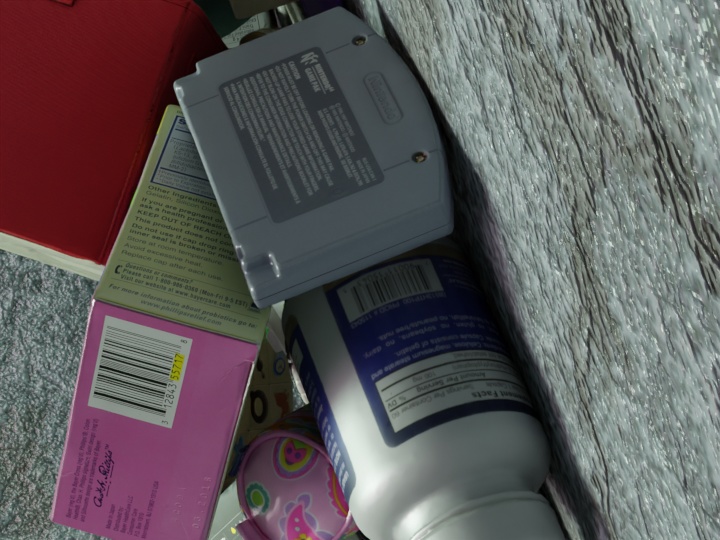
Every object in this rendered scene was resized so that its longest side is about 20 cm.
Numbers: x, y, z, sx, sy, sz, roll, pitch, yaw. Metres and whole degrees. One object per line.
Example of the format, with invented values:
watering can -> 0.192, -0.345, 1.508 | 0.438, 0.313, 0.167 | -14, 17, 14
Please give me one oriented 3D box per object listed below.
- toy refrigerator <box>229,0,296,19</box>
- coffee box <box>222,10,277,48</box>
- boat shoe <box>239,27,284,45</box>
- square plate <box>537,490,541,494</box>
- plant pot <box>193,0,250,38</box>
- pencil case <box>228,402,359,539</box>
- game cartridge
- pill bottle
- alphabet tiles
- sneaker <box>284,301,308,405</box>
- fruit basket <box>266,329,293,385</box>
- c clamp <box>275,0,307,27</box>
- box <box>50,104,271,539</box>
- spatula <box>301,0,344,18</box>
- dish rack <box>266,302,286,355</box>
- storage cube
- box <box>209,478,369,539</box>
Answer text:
toy refrigerator -> -0.056, -0.229, 1.154 | 0.200, 0.075, 0.070 | 93, 157, -77
coffee box -> -0.165, -0.168, 1.610 | 0.200, 0.199, 0.199 | 75, -177, -63
boat shoe -> -0.043, -0.138, 1.351 | 0.074, 0.069, 0.200 | 61, 171, 5
square plate -> 0.095, 0.155, 1.219 | 0.198, 0.028, 0.201 | 82, 167, -61
plant pot -> -0.146, -0.260, 1.379 | 0.161, 0.200, 0.201 | 60, -177, -43
pencil case -> -0.011, 0.121, 1.192 | 0.200, 0.087, 0.088 | -25, -83, -67
game cartridge -> -0.024, -0.070, 1.068 | 0.201, 0.133, 0.041 | -113, -1, -46
pill bottle -> 0.039, 0.089, 1.066 | 0.120, 0.119, 0.201 | 80, 169, -59
alphabet tiles -> -0.094, 0.119, 1.392 | 0.166, 0.006, 0.202 | 1, -96, -61
sneaker -> -0.010, 0.006, 1.237 | 0.078, 0.079, 0.201 | -89, 6, -60
fruit basket -> -0.052, 0.025, 1.552 | 0.094, 0.199, 0.186 | -63, 36, 37
c clamp -> -0.053, -0.185, 1.514 | 0.200, 0.027, 0.172 | 84, 166, -69
box -> -0.105, 0.034, 1.128 | 0.201, 0.096, 0.177 | -77, 3, -52
spatula -> -0.006, -0.141, 1.231 | 0.200, 0.020, 0.057 | -117, 8, -51
dish rack -> -0.072, -0.030, 1.435 | 0.201, 0.043, 0.172 | -93, -22, -55
storage cube -> -0.201, -0.099, 1.266 | 0.171, 0.199, 0.181 | 52, -123, -79
box -> 0.002, 0.215, 1.328 | 0.200, 0.124, 0.148 | 53, -154, 15
